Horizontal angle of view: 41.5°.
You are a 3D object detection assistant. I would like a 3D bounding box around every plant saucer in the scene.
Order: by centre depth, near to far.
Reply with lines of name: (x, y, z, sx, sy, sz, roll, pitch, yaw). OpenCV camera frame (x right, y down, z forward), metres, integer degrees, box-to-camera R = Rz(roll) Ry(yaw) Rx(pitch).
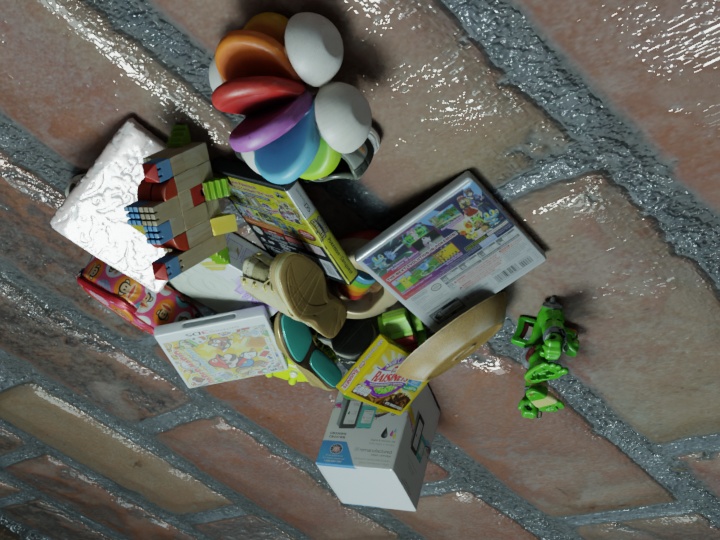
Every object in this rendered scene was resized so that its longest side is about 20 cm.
plant saucer: (0.142, 0.106, 1.383, 0.036, 0.199, 0.201, 54, 146, 14)

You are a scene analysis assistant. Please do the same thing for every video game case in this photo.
video game case: (0.123, -0.020, 1.298, 0.199, 0.023, 0.182, -35, 122, 23)
video game case: (-0.108, -0.070, 1.308, 0.199, 0.026, 0.181, 19, 150, 49)
video game case: (-0.225, 0.131, 1.573, 0.180, 0.023, 0.201, -11, 148, 2)

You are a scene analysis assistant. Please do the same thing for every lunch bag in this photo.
lunch bag: (-0.370, 0.045, 1.580, 0.175, 0.082, 0.200, 22, 165, 40)

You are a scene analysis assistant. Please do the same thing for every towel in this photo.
towel: (-0.313, -0.090, 1.368, 0.190, 0.032, 0.200, 35, 106, -24)

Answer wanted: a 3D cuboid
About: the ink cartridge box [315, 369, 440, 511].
ink cartridge box: (0.035, 0.290, 1.661, 0.145, 0.201, 0.147, -1, 140, 24)

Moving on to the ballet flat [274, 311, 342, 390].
ballet flat: (-0.102, 0.136, 1.573, 0.063, 0.069, 0.201, 0, 138, 36)

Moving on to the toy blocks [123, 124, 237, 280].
toy blocks: (-0.253, -0.080, 1.271, 0.099, 0.137, 0.202, 4, 114, 32)

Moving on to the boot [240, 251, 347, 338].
boot: (-0.115, 0.014, 1.347, 0.155, 0.073, 0.200, 27, 168, 31)

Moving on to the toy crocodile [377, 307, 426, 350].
toy crocodile: (0.069, 0.100, 1.470, 0.067, 0.062, 0.200, -13, 161, 5)

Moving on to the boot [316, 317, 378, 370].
boot: (0.020, 0.143, 1.510, 0.154, 0.074, 0.203, 46, 169, -17)

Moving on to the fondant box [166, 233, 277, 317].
fondant box: (-0.216, 0.005, 1.512, 0.199, 0.059, 0.144, 30, 144, -18)

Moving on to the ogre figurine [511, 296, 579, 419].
ogre figurine: (0.271, 0.124, 1.403, 0.097, 0.121, 0.201, -3, 142, 20)

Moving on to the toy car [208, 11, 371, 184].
toy car: (-0.098, -0.188, 1.090, 0.174, 0.150, 0.201, -13, 109, 35)

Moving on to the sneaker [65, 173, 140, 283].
sneaker: (-0.374, -0.062, 1.463, 0.200, 0.081, 0.083, 50, 155, -1)

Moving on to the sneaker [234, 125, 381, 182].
sneaker: (-0.076, -0.153, 1.219, 0.198, 0.080, 0.074, 3, 144, 22)

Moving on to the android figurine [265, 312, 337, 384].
android figurine: (-0.130, 0.141, 1.674, 0.180, 0.041, 0.201, 19, 143, -1)

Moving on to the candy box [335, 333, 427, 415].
candy box: (0.045, 0.162, 1.447, 0.026, 0.103, 0.200, 40, -176, 31)

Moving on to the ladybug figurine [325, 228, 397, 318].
ladybug figurine: (0.000, 0.000, 1.396, 0.135, 0.072, 0.200, 28, 144, -13)
